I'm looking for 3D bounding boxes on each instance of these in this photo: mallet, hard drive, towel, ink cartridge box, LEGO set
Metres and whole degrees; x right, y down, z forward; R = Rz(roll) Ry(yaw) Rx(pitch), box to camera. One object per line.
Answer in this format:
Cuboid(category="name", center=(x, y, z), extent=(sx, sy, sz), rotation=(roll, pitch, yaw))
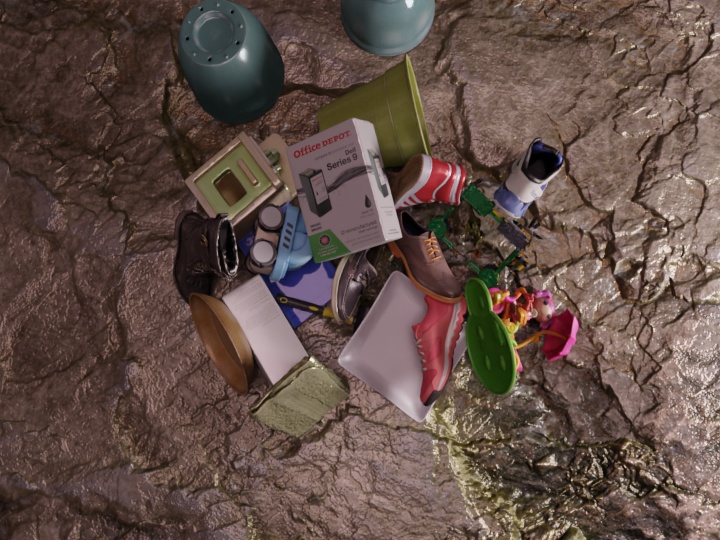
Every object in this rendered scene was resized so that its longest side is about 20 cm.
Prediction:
Cuboid(category="mallet", center=(-0.059, 0.068, 0.991), extent=(0.196, 0.041, 0.067), rotation=(24, 84, -7))
Cuboid(category="hard drive", center=(-0.132, -0.010, 1.029), extent=(0.131, 0.025, 0.202), rotation=(-36, 83, -2))
Cuboid(category="towel", center=(-0.100, 0.225, 0.919), extent=(0.148, 0.201, 0.037), rotation=(-41, 59, -2))
Cuboid(category="ink cartridge box", center=(-0.029, -0.132, 0.896), extent=(0.143, 0.084, 0.206), rotation=(-16, 90, 25))
Cuboid(category="LEGO set", center=(0.232, -0.076, 0.996), extent=(0.198, 0.116, 0.156), rotation=(37, 116, 10))

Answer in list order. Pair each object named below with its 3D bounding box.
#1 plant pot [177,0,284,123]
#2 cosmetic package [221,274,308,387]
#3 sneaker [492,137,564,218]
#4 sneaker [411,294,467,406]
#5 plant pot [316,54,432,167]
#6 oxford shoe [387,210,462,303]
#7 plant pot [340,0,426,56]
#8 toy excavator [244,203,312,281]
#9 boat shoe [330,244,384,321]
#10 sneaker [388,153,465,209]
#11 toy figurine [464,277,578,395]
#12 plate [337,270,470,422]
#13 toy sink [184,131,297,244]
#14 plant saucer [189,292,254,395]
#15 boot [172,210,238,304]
Cuboid(category="plant pot", center=(-0.256, -0.412, 1.015), extent=(0.194, 0.161, 0.207), rotation=(0, 83, 3))
Cuboid(category="cosmetic package", center=(-0.167, 0.124, 0.969), extent=(0.084, 0.108, 0.202), rotation=(-32, 84, -17))
Cuboid(category="sneaker", center=(0.315, -0.180, 0.940), extent=(0.080, 0.116, 0.200), rotation=(39, 43, 4))
Cuboid(category="sneaker", center=(0.124, 0.134, 0.945), extent=(0.085, 0.074, 0.205), rotation=(17, 77, 0))
Cuboid(category="plant pot", center=(0.024, -0.266, 0.987), extent=(0.185, 0.200, 0.206), rotation=(-13, 82, 14))
Cuboid(category="oxford shoe", center=(0.117, -0.025, 0.956), extent=(0.070, 0.074, 0.201), rotation=(-19, 54, -33))
Cuboid(category="plant pot", center=(0.052, -0.548, 1.029), extent=(0.194, 0.134, 0.207), rotation=(0, 83, 3))
Cuboid(category="toy excavator", center=(-0.100, -0.067, 0.985), extent=(0.195, 0.100, 0.200), rotation=(15, 74, -16))
Cuboid(category="boat shoe", center=(0.000, 0.000, 0.970), extent=(0.063, 0.073, 0.204), rotation=(5, 56, 23))
Cuboid(category="sneaker", center=(0.115, -0.147, 0.963), extent=(0.109, 0.199, 0.073), rotation=(7, 79, -18))
Cuboid(category="toy figurine", center=(0.295, 0.095, 0.943), extent=(0.179, 0.150, 0.206), rotation=(-12, 84, -18))
Cuboid(category="plate", center=(0.085, 0.138, 0.979), extent=(0.198, 0.032, 0.202), rotation=(35, 82, -7))
Cuboid(category="toy sink", center=(-0.207, -0.171, 1.009), extent=(0.199, 0.112, 0.131), rotation=(-38, 83, -2))
Cuboid(category="plant saucer", center=(-0.243, 0.125, 0.952), extent=(0.035, 0.200, 0.203), rotation=(-29, 81, -30))
Cuboid(category="boot", center=(-0.272, -0.011, 0.947), extent=(0.068, 0.172, 0.206), rotation=(-16, 114, -38))
